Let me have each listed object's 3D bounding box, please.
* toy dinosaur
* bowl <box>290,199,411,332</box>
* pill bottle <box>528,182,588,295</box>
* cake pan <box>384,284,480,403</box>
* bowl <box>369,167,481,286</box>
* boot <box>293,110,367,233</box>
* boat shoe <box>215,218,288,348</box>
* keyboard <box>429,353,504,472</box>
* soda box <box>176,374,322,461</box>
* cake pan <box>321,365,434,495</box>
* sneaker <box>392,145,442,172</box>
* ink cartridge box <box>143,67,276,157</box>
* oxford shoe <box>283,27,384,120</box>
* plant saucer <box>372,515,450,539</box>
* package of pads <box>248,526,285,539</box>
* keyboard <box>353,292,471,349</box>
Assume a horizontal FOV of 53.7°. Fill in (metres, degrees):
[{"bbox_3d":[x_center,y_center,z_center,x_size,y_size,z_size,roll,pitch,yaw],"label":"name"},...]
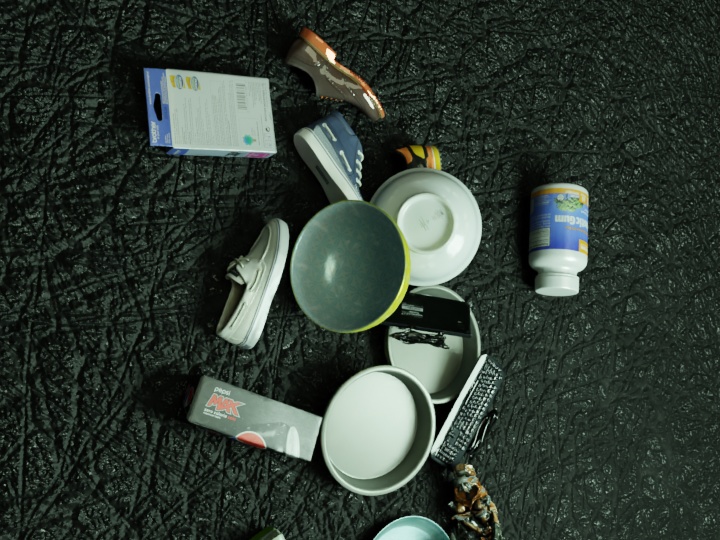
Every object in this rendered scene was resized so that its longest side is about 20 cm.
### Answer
[{"bbox_3d":[0.204,0.421,1.201,0.200,0.102,0.136,46,28,-17],"label":"toy dinosaur"},{"bbox_3d":[0.000,0.000,1.114,0.107,0.198,0.203,20,69,-63],"label":"bowl"},{"bbox_3d":[0.383,-0.057,1.378,0.111,0.112,0.203,11,76,-30],"label":"pill bottle"},{"bbox_3d":[0.121,0.127,1.230,0.198,0.037,0.203,6,79,-31],"label":"cake pan"},{"bbox_3d":[0.105,-0.074,1.166,0.198,0.090,0.204,0,90,2],"label":"bowl"},{"bbox_3d":[-0.019,-0.161,1.166,0.090,0.073,0.201,-37,101,-25],"label":"boot"},{"bbox_3d":[-0.165,0.010,1.057,0.069,0.071,0.202,23,77,-29],"label":"boat shoe"},{"bbox_3d":[0.200,0.252,1.224,0.104,0.039,0.201,39,77,-37],"label":"keyboard"},{"bbox_3d":[-0.158,0.215,1.029,0.198,0.063,0.072,25,70,-26],"label":"soda box"},{"bbox_3d":[0.024,0.248,1.122,0.198,0.037,0.203,-2,94,-25],"label":"cake pan"},{"bbox_3d":[0.095,-0.119,1.245,0.089,0.070,0.203,0,84,-12],"label":"sneaker"},{"bbox_3d":[-0.227,-0.234,1.070,0.198,0.042,0.121,-3,84,-35],"label":"ink cartridge box"},{"bbox_3d":[-0.043,-0.310,1.193,0.199,0.071,0.073,39,93,-24],"label":"oxford shoe"},{"bbox_3d":[0.073,0.501,1.150,0.198,0.027,0.203,6,79,-30],"label":"plant saucer"},{"bbox_3d":[-0.164,0.479,0.981,0.199,0.068,0.156,-27,97,-31],"label":"package of pads"},{"bbox_3d":[0.082,0.084,1.165,0.197,0.040,0.105,9,44,0],"label":"keyboard"}]
